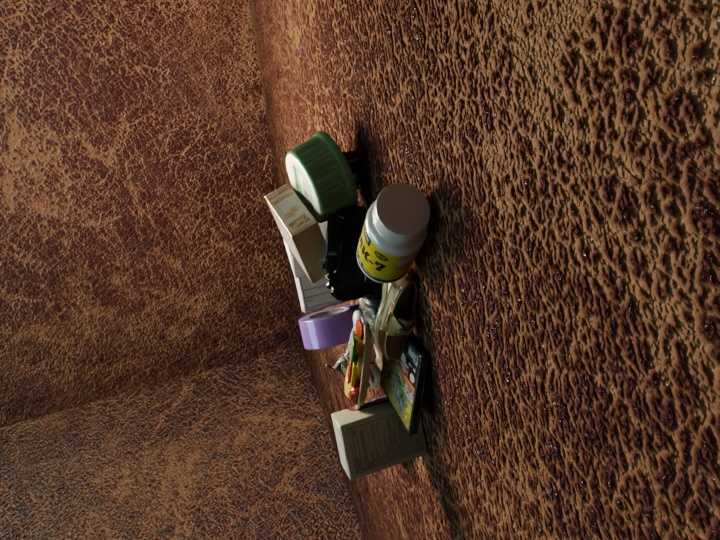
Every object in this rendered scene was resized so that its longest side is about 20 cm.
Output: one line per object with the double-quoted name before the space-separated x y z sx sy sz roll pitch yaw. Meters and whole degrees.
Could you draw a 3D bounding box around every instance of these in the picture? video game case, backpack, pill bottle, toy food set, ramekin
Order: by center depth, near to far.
"pill bottle" 0.057 -0.064 0.979 0.201 0.111 0.117 108 146 -67
"video game case" 0.093 0.222 1.210 0.200 0.025 0.186 -129 43 -63
"backpack" -0.015 -0.041 1.249 0.128 0.162 0.205 89 169 -61
"ramekin" -0.097 -0.214 1.296 0.201 0.096 0.202 53 161 27
"toy food set" -0.006 0.223 1.299 0.200 0.047 0.205 -102 19 -82

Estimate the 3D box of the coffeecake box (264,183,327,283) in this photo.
"coffeecake box" -0.148 -0.093 1.341 0.201 0.072 0.156 52 166 45

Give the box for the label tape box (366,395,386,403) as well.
"label tape box" 0.065 0.440 1.555 0.201 0.061 0.148 116 140 -70

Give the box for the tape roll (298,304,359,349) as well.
"tape roll" -0.084 0.167 1.649 0.200 0.194 0.088 -172 69 -77

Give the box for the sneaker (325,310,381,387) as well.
"sneaker" -0.029 0.217 1.430 0.078 0.136 0.206 152 104 -77

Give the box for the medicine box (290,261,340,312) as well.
"medicine box" -0.107 0.004 1.629 0.103 0.177 0.206 149 108 -77

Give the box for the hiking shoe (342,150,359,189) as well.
"hiking shoe" -0.052 -0.250 1.377 0.200 0.072 0.089 -141 41 -71

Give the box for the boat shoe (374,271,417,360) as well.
"boat shoe" 0.076 0.096 1.113 0.074 0.074 0.206 40 134 53

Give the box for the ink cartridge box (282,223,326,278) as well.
"ink cartridge box" -0.109 -0.079 1.515 0.084 0.194 0.149 90 162 -48

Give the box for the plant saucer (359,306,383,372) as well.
"plant saucer" 0.040 0.173 1.472 0.200 0.033 0.207 166 91 -78

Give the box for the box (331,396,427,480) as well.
"box" 0.043 0.383 1.287 0.109 0.194 0.132 -173 71 -75

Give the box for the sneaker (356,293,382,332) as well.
"sneaker" 0.025 0.095 1.312 0.200 0.073 0.082 -137 47 -83

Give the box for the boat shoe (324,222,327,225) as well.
"boat shoe" -0.063 -0.139 1.460 0.200 0.074 0.066 35 153 34
